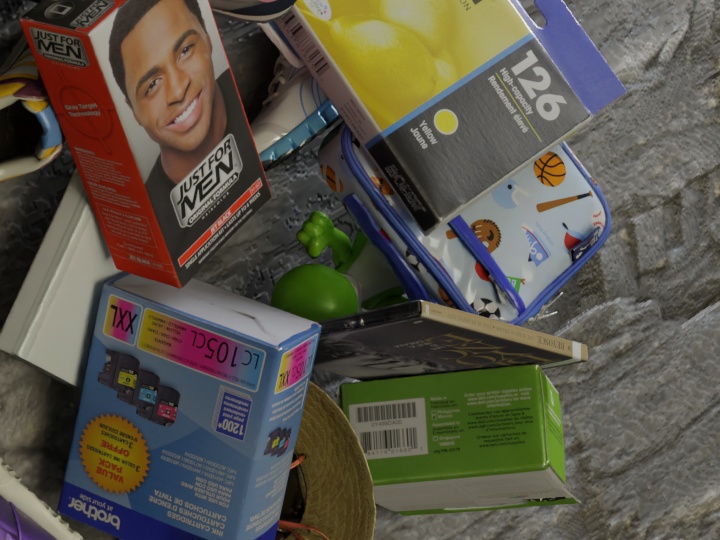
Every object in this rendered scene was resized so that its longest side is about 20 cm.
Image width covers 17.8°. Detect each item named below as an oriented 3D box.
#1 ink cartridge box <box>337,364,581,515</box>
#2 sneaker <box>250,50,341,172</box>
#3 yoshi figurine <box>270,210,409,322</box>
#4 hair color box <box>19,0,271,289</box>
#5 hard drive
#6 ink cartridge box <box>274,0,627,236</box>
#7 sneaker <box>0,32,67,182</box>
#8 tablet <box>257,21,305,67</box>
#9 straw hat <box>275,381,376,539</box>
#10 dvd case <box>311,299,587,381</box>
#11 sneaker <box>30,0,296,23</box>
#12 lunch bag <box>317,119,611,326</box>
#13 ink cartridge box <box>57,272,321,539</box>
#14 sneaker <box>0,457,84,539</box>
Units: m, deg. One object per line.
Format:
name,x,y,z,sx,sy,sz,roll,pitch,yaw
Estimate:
ink cartridge box,0.077,0.130,1.693,0.200,0.148,0.076,46,39,-72
sneaker,-0.036,-0.145,1.615,0.200,0.075,0.087,-44,100,-22
yoshi figurine,0.006,0.001,1.642,0.200,0.112,0.112,-41,134,-16
hair color box,-0.130,-0.098,1.432,0.102,0.061,0.200,-48,137,-32
hard drive,-0.163,-0.022,1.517,0.200,0.026,0.132,-67,157,-8
ink cartridge box,0.066,-0.157,1.573,0.200,0.047,0.198,-36,90,-23
sneaker,-0.200,-0.104,1.452,0.200,0.090,0.075,-39,124,-28
tablet,-0.063,-0.251,1.558,0.130,0.014,0.200,-49,112,-22
straw hat,-0.078,0.144,1.621,0.085,0.201,0.201,-61,151,-73
dvd case,0.041,0.055,1.576,0.200,0.149,0.016,15,67,-51
sneaker,-0.128,-0.202,1.457,0.200,0.082,0.070,1,80,-15
lunch bag,0.074,-0.049,1.612,0.160,0.076,0.200,-40,95,-27
ink cartridge box,-0.116,0.114,1.518,0.076,0.136,0.200,-27,133,-62
sneaker,-0.249,0.181,1.500,0.100,0.070,0.200,-47,124,-14
